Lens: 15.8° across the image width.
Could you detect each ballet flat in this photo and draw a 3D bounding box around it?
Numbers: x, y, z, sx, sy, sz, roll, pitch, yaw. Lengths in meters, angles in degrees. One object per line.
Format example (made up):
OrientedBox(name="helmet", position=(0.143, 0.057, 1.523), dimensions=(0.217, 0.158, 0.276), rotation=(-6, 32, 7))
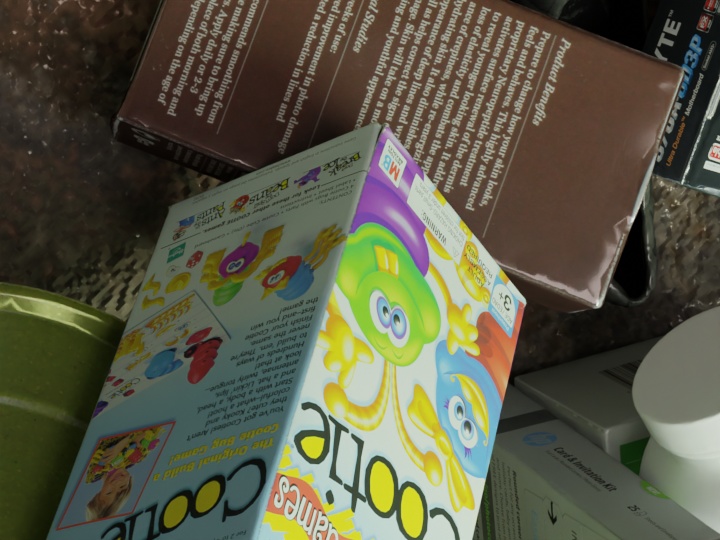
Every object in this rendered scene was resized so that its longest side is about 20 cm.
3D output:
OrientedBox(name="ballet flat", position=(0.103, -0.078, 1.089), dimensions=(0.066, 0.057, 0.201), rotation=(-22, 123, -21))

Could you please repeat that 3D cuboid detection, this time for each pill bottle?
OrientedBox(name="pill bottle", position=(0.186, 0.109, 1.073), dimensions=(0.111, 0.111, 0.200), rotation=(-39, 118, -9))

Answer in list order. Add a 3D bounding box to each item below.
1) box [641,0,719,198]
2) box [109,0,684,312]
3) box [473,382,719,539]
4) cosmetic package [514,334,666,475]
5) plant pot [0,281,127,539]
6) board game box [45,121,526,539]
OrientedBox(name="box", position=(0.206, -0.098, 1.115), dimensions=(0.200, 0.046, 0.160), rotation=(13, 100, -46))
OrientedBox(name="box", position=(0.013, -0.065, 1.009), dimensions=(0.199, 0.075, 0.101), rotation=(22, 85, -4))
OrientedBox(name="box", position=(0.091, 0.149, 1.085), dimensions=(0.041, 0.200, 0.157), rotation=(-14, 110, -19))
OrientedBox(name="cosmetic package", position=(0.138, 0.138, 1.170), dimensions=(0.107, 0.085, 0.201), rotation=(-16, 111, -23))
OrientedBox(name="plant pot", position=(-0.145, 0.140, 0.939), dimensions=(0.199, 0.190, 0.201), rotation=(-1, 128, -1))
OrientedBox(name="board game box", position=(-0.024, 0.063, 0.917), dimensions=(0.105, 0.200, 0.103), rotation=(-20, 125, 32))
